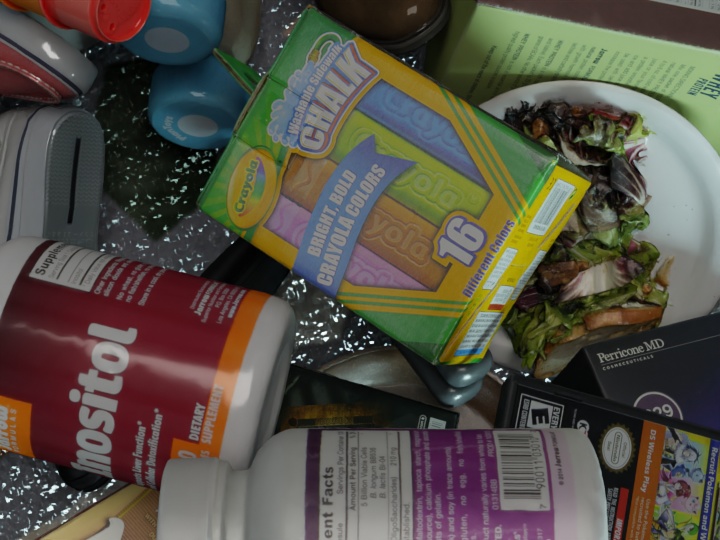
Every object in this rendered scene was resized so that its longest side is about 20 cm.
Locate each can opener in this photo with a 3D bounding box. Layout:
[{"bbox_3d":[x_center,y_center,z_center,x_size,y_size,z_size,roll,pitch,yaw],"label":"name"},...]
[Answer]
[{"bbox_3d":[-0.110,0.049,0.869,0.200,0.079,0.063,-43,43,-21],"label":"can opener"},{"bbox_3d":[0.000,0.000,0.885,0.066,0.053,0.200,-33,70,-24],"label":"can opener"}]

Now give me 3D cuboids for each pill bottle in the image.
[{"bbox_3d":[-0.141,0.047,0.772,0.198,0.113,0.114,13,74,4],"label":"pill bottle"},{"bbox_3d":[0.008,0.129,0.684,0.198,0.112,0.113,0,75,0],"label":"pill bottle"}]

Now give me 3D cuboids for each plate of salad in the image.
[{"bbox_3d":[0.122,-0.015,0.868,0.199,0.201,0.048,18,32,-2],"label":"plate of salad"}]

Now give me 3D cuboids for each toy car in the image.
[{"bbox_3d":[-0.164,-0.189,0.882,0.198,0.177,0.186,1,65,6],"label":"toy car"}]

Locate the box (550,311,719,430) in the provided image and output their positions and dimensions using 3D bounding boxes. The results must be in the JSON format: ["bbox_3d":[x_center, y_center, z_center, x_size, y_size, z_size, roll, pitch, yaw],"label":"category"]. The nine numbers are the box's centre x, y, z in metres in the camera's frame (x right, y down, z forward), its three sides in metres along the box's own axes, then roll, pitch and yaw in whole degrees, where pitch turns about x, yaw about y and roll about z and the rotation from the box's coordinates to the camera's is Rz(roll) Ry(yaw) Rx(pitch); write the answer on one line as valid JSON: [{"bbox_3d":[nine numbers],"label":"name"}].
[{"bbox_3d":[0.228,0.099,0.870,0.199,0.079,0.142,-13,65,-20],"label":"box"}]

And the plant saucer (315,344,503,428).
[{"bbox_3d":[0.025,0.146,0.880,0.198,0.035,0.202,2,74,-7],"label":"plant saucer"}]

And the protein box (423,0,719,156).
[{"bbox_3d":[0.152,-0.155,0.887,0.198,0.199,0.136,10,72,-5],"label":"protein box"}]

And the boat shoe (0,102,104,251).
[{"bbox_3d":[-0.195,0.001,0.877,0.066,0.073,0.202,8,87,36],"label":"boat shoe"}]

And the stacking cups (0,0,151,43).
[{"bbox_3d":[-0.189,-0.174,0.800,0.199,0.061,0.061,25,71,32],"label":"stacking cups"}]

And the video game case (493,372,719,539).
[{"bbox_3d":[0.141,0.172,0.758,0.179,0.026,0.201,16,69,-5],"label":"video game case"}]

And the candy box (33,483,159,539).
[{"bbox_3d":[-0.106,0.223,0.831,0.115,0.055,0.201,-30,81,-18],"label":"candy box"}]

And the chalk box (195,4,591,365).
[{"bbox_3d":[0.002,-0.053,0.791,0.199,0.124,0.124,33,97,16],"label":"chalk box"}]

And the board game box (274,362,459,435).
[{"bbox_3d":[-0.029,0.158,0.825,0.134,0.028,0.201,17,69,-9],"label":"board game box"}]

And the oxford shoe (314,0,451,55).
[{"bbox_3d":[-0.011,-0.201,0.894,0.072,0.085,0.200,-34,50,-1],"label":"oxford shoe"}]

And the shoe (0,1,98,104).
[{"bbox_3d":[-0.242,-0.110,0.861,0.199,0.071,0.091,21,76,35],"label":"shoe"}]
